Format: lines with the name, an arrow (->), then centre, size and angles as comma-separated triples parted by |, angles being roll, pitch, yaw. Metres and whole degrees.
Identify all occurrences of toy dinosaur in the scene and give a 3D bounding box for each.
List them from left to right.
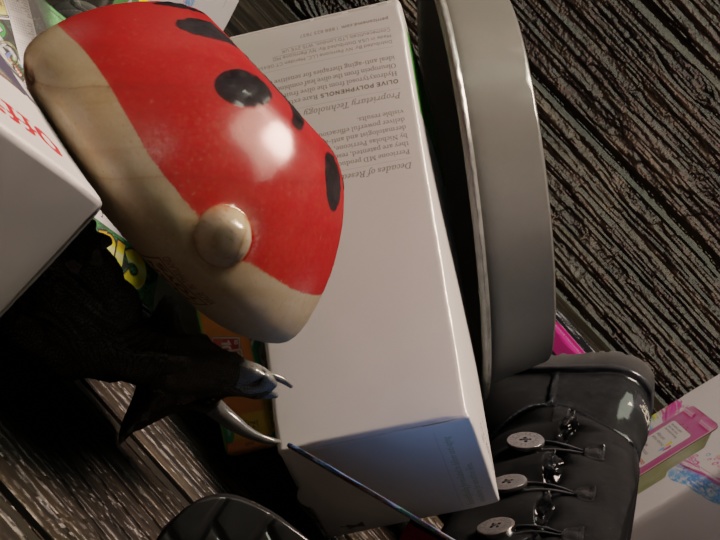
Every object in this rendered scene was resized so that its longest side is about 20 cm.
toy dinosaur -> -0.120, -0.003, 0.878 | 0.200, 0.077, 0.102 | 44, -6, 28

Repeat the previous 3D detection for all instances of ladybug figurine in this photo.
ladybug figurine -> -0.058, -0.043, 0.841 | 0.136, 0.072, 0.200 | 46, 2, -25

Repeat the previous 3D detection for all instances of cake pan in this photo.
cake pan -> 0.058, -0.041, 1.083 | 0.200, 0.036, 0.202 | 173, -90, -87

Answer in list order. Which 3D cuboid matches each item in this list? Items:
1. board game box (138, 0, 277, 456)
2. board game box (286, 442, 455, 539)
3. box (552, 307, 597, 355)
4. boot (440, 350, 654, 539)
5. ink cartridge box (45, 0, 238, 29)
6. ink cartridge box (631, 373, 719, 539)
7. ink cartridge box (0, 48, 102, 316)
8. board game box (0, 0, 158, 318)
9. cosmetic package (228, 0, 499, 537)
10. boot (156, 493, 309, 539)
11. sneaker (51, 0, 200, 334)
board game box -> -0.059, -0.021, 1.038 | 0.096, 0.030, 0.202 | 6, 69, -78
board game box -> 0.049, 0.128, 0.836 | 0.199, 0.039, 0.158 | 34, -6, -28
box -> 0.110, 0.111, 1.302 | 0.200, 0.115, 0.132 | 51, 8, 28
boot -> 0.051, 0.113, 1.076 | 0.200, 0.164, 0.066 | -68, 140, -58
ink cartridge box -> -0.154, -0.187, 1.272 | 0.145, 0.088, 0.200 | 31, 20, 10
ink cartridge box -> 0.186, 0.140, 1.152 | 0.145, 0.199, 0.085 | 56, 5, -23
ink cartridge box -> -0.189, -0.080, 0.770 | 0.145, 0.084, 0.200 | 37, 11, -48
board game box -> -0.147, -0.069, 0.970 | 0.200, 0.023, 0.106 | 40, 46, -43
cosmetic package -> 0.000, 0.000, 1.014 | 0.108, 0.084, 0.202 | 68, 11, -65
boot -> -0.005, 0.140, 0.753 | 0.200, 0.070, 0.132 | 51, -1, -15
sneaker -> -0.096, -0.043, 1.095 | 0.200, 0.085, 0.075 | 44, 8, -14
